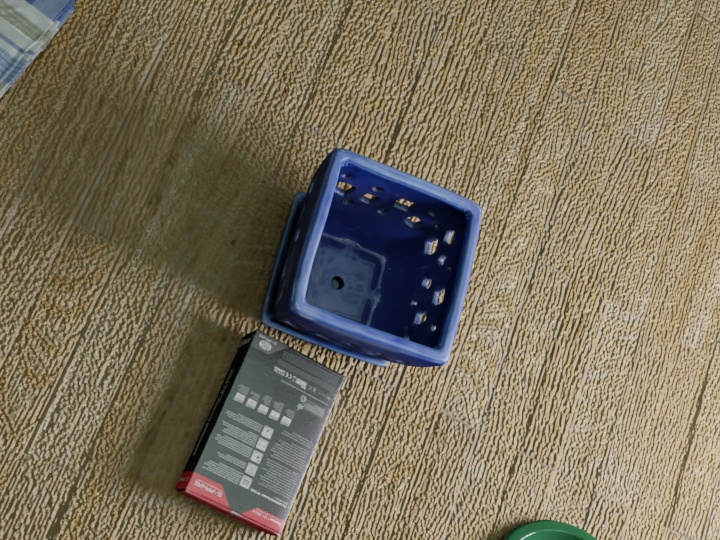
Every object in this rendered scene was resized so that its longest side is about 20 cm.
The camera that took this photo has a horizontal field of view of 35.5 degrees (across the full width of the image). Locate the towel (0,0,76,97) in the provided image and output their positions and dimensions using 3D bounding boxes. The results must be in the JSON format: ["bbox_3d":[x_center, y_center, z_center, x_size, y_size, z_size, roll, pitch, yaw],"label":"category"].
[{"bbox_3d":[-0.427,-0.271,1.249,0.147,0.024,0.201,36,64,-11],"label":"towel"}]

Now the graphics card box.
[{"bbox_3d":[-0.112,0.183,1.277,0.125,0.051,0.201,28,69,-16],"label":"graphics card box"}]

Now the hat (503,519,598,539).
[{"bbox_3d":[0.240,0.442,1.401,0.165,0.177,0.200,-13,47,-24],"label":"hat"}]

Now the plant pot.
[{"bbox_3d":[0.000,0.000,1.297,0.199,0.180,0.201,21,71,-19],"label":"plant pot"}]
